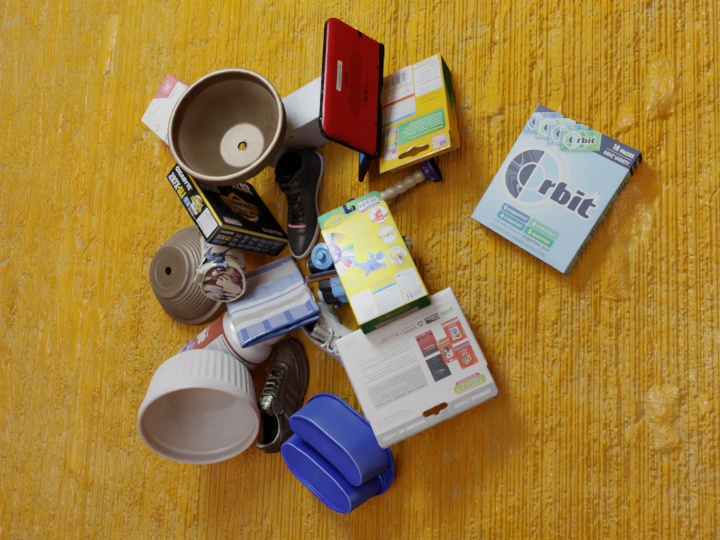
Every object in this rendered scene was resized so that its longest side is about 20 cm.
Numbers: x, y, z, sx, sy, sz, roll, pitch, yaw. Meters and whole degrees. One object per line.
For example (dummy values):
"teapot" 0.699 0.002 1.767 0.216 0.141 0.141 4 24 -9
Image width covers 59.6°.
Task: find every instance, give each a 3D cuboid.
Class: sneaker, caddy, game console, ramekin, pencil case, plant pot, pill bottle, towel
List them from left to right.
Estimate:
"plant pot" -0.346 0.005 1.236 0.199 0.092 0.203 -4 81 26
"ramekin" -0.272 0.228 1.075 0.200 0.200 0.106 -37 34 18
"pencil case" -0.254 -0.034 1.131 0.078 0.089 0.201 -48 34 20
"pill bottle" -0.234 0.139 1.151 0.199 0.112 0.113 -37 69 18
"plant pot" -0.213 -0.228 1.061 0.198 0.093 0.203 -3 74 11
"towel" -0.158 0.047 1.082 0.146 0.024 0.200 -21 34 -9
"sneaker" -0.143 0.223 1.113 0.070 0.075 0.203 2 85 27
"sneaker" -0.119 -0.125 1.130 0.070 0.099 0.202 5 87 26
"sneaker" -0.041 0.123 1.067 0.199 0.087 0.075 32 96 25
"caddy" -0.035 0.295 1.036 0.199 0.105 0.142 34 122 26
"game console" -0.023 -0.272 1.028 0.118 0.171 0.202 -15 68 48

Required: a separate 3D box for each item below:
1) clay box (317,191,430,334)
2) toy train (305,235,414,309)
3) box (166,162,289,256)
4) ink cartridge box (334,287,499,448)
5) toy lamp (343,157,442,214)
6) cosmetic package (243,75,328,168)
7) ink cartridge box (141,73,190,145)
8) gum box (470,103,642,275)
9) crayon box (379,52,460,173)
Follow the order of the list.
"clay box" 0.017 -0.017 0.969 0.114 0.048 0.201 -23 63 2
"toy train" 0.000 0.000 1.063 0.198 0.086 0.116 -12 84 25
"box" -0.234 -0.109 1.131 0.049 0.199 0.160 -45 66 17
"ink cartridge box" 0.086 0.152 0.963 0.198 0.084 0.177 -24 73 1
"toy lamp" 0.042 -0.126 1.070 0.199 0.058 0.059 -31 71 21
"cosmetic package" -0.108 -0.266 1.141 0.199 0.101 0.075 -22 75 25
"ink cartridge box" -0.346 -0.298 1.285 0.200 0.067 0.117 40 102 25
"gum box" 0.291 -0.122 0.948 0.169 0.044 0.201 35 101 27
"crayon box" 0.091 -0.246 1.030 0.125 0.052 0.202 -17 57 25
